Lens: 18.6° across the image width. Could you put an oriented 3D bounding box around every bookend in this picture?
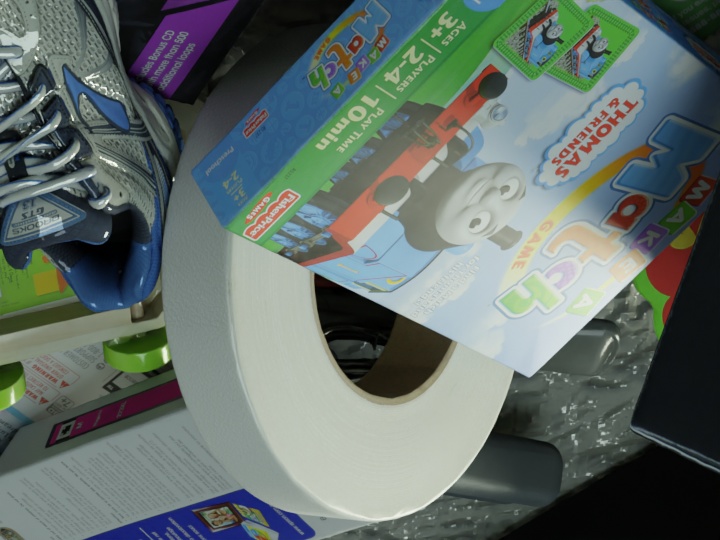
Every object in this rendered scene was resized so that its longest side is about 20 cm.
[{"bbox_3d":[0.172,0.197,1.152,0.198,0.092,0.200,-31,130,12],"label":"bookend"}]

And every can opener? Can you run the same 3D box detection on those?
[{"bbox_3d":[0.011,0.072,1.028,0.199,0.052,0.067,18,79,-33],"label":"can opener"}]

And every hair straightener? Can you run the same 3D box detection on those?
[{"bbox_3d":[0.026,0.028,0.984,0.198,0.077,0.041,7,132,-20],"label":"hair straightener"}]

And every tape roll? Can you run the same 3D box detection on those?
[{"bbox_3d":[0.000,0.000,0.889,0.037,0.204,0.203,0,144,39],"label":"tape roll"}]

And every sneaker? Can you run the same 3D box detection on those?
[{"bbox_3d":[-0.112,-0.050,0.778,0.076,0.086,0.200,-12,149,17],"label":"sneaker"}]

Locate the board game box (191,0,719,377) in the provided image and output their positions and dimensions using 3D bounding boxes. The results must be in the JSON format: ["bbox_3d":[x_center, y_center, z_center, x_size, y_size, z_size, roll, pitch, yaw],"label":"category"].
[{"bbox_3d":[0.055,-0.046,0.826,0.151,0.037,0.199,-45,142,17],"label":"board game box"}]

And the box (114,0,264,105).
[{"bbox_3d":[-0.125,-0.124,0.767,0.198,0.036,0.143,11,149,-22],"label":"box"}]

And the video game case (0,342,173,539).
[{"bbox_3d":[-0.183,0.062,0.996,0.182,0.024,0.200,-38,129,17],"label":"video game case"}]

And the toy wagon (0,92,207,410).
[{"bbox_3d":[-0.110,-0.029,0.912,0.198,0.040,0.156,-14,122,-17],"label":"toy wagon"}]

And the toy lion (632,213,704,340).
[{"bbox_3d":[0.216,0.020,0.983,0.190,0.069,0.202,5,107,14],"label":"toy lion"}]

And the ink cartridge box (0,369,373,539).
[{"bbox_3d":[-0.088,0.096,0.977,0.199,0.037,0.095,-23,125,32],"label":"ink cartridge box"}]

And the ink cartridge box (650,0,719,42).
[{"bbox_3d":[0.110,-0.197,0.815,0.146,0.085,0.200,-35,130,15],"label":"ink cartridge box"}]

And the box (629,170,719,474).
[{"bbox_3d":[0.212,-0.019,0.834,0.196,0.123,0.202,-6,117,-66],"label":"box"}]
